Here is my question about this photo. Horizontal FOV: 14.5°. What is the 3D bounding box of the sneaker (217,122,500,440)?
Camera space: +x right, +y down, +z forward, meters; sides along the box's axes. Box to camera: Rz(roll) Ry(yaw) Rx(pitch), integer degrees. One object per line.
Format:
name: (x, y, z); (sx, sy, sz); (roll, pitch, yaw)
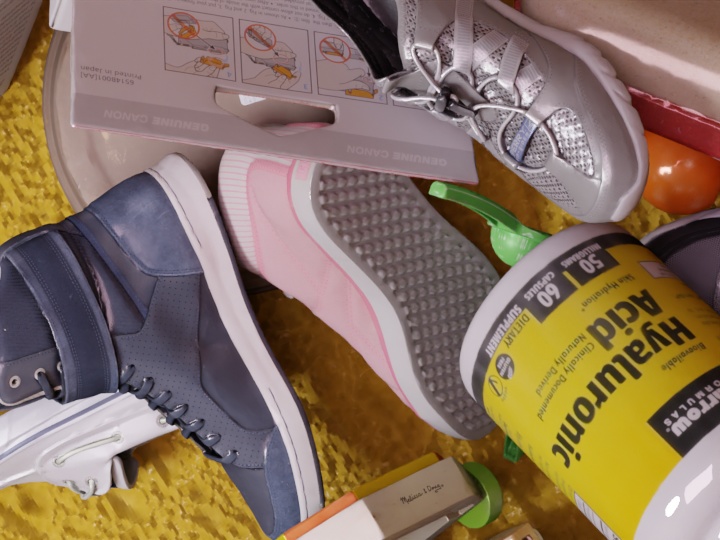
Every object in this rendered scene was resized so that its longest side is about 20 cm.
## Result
sneaker: (0.000, 0.000, 1.413); (0.104, 0.201, 0.075); (12, 56, 47)

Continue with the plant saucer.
plant saucer: (-0.076, -0.085, 1.463); (0.199, 0.029, 0.202); (2, 96, 17)

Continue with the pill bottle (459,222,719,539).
pill bottle: (0.146, 0.078, 1.309); (0.200, 0.111, 0.112); (45, 107, 30)

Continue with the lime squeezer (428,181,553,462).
lime squeezer: (0.072, 0.004, 1.378); (0.070, 0.201, 0.038); (-37, 50, -18)

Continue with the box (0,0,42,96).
box: (-0.287, -0.146, 1.402); (0.199, 0.200, 0.172); (43, 145, 7)

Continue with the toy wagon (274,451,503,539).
toy wagon: (-0.023, 0.155, 1.407); (0.200, 0.155, 0.040); (-43, 74, 47)

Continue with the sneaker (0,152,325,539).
sneaker: (-0.112, 0.064, 1.390); (0.146, 0.077, 0.203); (-27, 97, -21)

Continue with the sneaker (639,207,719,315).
sneaker: (0.217, 0.019, 1.342); (0.199, 0.114, 0.076); (13, 99, 15)

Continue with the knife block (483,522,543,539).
knife block: (0.013, 0.202, 1.397); (0.175, 0.200, 0.064); (-32, 87, -12)

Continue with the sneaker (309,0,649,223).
sneaker: (0.046, -0.085, 1.290); (0.200, 0.082, 0.075); (43, 137, 24)

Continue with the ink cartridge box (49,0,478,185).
ink cartridge box: (-0.047, -0.115, 1.346); (0.199, 0.045, 0.177); (8, 56, -17)

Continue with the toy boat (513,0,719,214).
toy boat: (0.166, -0.082, 1.358); (0.199, 0.131, 0.131); (24, 133, 13)

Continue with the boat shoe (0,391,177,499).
boat shoe: (-0.140, 0.087, 1.477); (0.199, 0.074, 0.067); (-30, 89, 17)
